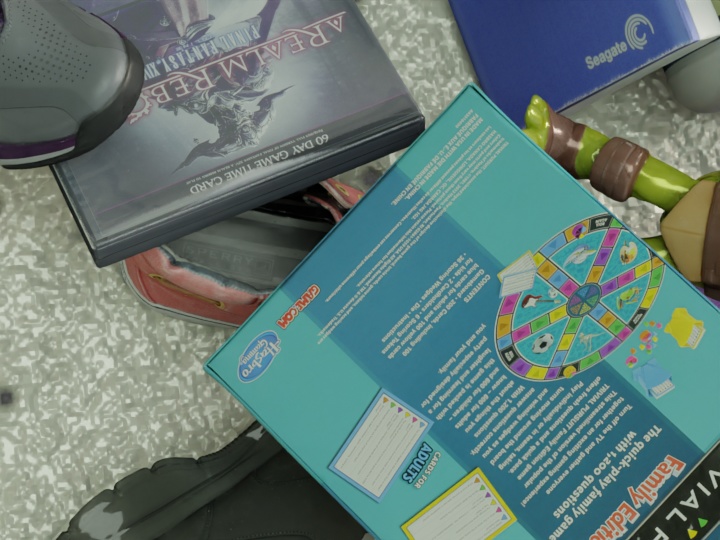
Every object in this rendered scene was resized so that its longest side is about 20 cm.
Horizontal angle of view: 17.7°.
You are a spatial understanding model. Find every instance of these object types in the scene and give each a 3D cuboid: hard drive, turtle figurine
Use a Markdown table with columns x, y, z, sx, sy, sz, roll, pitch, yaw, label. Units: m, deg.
| x | y | z | sx | sy | sz | roll | pitch | yaw | label |
| --- | --- | --- | --- | --- | --- | --- | --- | --- | --- |
| 0.069 | -0.169 | 0.983 | 0.025 | 0.132 | 0.201 | -18 | 85 | -36 | hard drive |
| 0.143 | -0.026 | 0.940 | 0.161 | 0.064 | 0.201 | 12 | 106 | 13 | turtle figurine |

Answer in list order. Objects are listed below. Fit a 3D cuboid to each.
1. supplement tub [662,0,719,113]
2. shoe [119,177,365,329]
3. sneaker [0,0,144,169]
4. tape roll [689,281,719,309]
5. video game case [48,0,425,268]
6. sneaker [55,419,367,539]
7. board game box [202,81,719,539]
| x | y | z | sx | sy | sz | roll | pitch | yaw | label |
| --- | --- | --- | --- | --- | --- | --- | --- | --- | --- |
| 0.169 | -0.183 | 0.992 | 0.144 | 0.145 | 0.201 | -20 | 86 | -11 | supplement tub |
| 0.000 | 0.000 | 0.968 | 0.199 | 0.091 | 0.072 | 8 | 82 | -8 | shoe |
| -0.181 | -0.098 | 0.909 | 0.199 | 0.088 | 0.075 | 16 | 72 | 29 | sneaker |
| 0.209 | 0.071 | 1.007 | 0.199 | 0.066 | 0.201 | 1 | 82 | -8 | tape roll |
| -0.079 | -0.103 | 0.958 | 0.142 | 0.019 | 0.200 | -22 | 56 | -11 | video game case |
| -0.028 | 0.101 | 0.943 | 0.200 | 0.076 | 0.091 | -31 | 74 | -22 | sneaker |
| 0.063 | 0.052 | 0.872 | 0.151 | 0.047 | 0.200 | -46 | 72 | 0 | board game box |
